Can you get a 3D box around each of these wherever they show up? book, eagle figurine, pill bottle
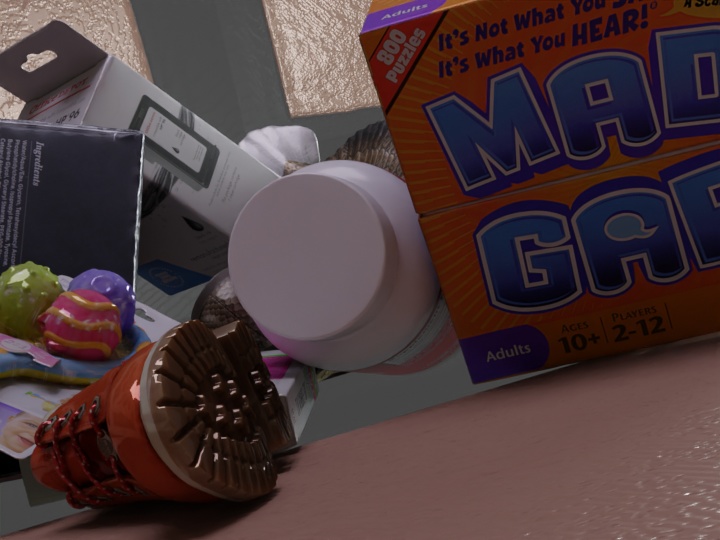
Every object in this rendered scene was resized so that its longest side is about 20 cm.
[{"bbox_3d":[-0.092,0.075,1.013,0.132,0.048,0.200,-11,3,3],"label":"book"},{"bbox_3d":[-0.003,-0.034,1.366,0.150,0.153,0.200,9,-11,-21],"label":"eagle figurine"},{"bbox_3d":[0.000,0.000,1.067,0.111,0.113,0.200,-13,-8,15],"label":"pill bottle"}]

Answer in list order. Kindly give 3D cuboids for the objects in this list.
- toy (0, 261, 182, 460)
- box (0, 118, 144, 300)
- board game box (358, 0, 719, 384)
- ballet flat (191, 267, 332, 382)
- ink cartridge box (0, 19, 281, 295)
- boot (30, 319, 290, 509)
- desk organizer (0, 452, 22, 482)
[{"bbox_3d":[-0.154,0.028,0.963,0.114,0.048,0.200,22,24,19],"label":"toy"},{"bbox_3d":[-0.239,0.002,1.225,0.195,0.125,0.200,3,-27,-8],"label":"box"},{"bbox_3d":[0.132,-0.092,1.028,0.198,0.201,0.200,-14,24,14],"label":"board game box"},{"bbox_3d":[-0.045,0.043,1.188,0.068,0.046,0.200,-55,-21,-2],"label":"ballet flat"},{"bbox_3d":[-0.162,-0.071,1.296,0.200,0.068,0.116,35,-34,-27],"label":"ink cartridge box"},{"bbox_3d":[-0.092,0.072,0.811,0.107,0.076,0.200,-22,-2,2],"label":"boot"},{"bbox_3d":[-0.248,0.094,1.157,0.199,0.072,0.077,-13,4,24],"label":"desk organizer"}]
